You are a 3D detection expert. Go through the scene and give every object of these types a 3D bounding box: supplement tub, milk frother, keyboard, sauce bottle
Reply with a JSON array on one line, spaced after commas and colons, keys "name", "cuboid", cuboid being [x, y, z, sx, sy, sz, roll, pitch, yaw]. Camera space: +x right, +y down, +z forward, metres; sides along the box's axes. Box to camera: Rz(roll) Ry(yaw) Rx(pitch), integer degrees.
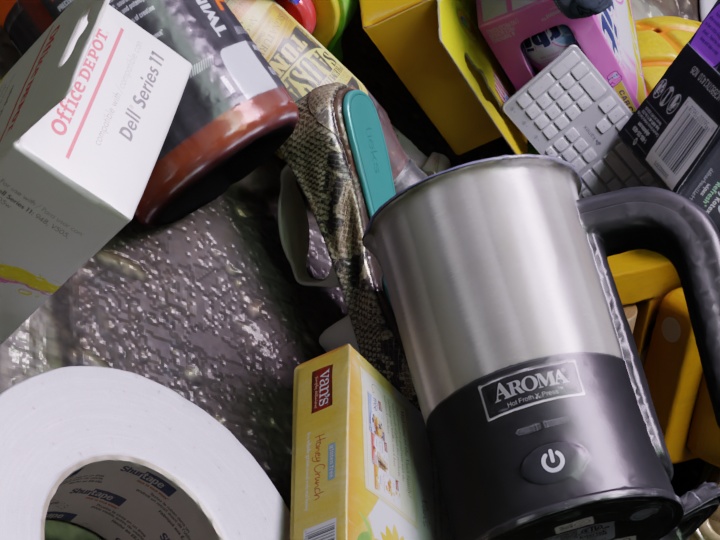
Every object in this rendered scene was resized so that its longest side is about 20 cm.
[{"name": "supplement tub", "cuboid": [-0.127, -0.131, 1.374, 0.201, 0.107, 0.107, 55, 40, 5]}, {"name": "milk frother", "cuboid": [0.101, 0.065, 1.347, 0.179, 0.200, 0.189, -8, 66, -15]}, {"name": "keyboard", "cuboid": [0.162, -0.046, 1.536, 0.200, 0.056, 0.011, 47, 12, -25]}, {"name": "sauce bottle", "cuboid": [-0.026, -0.090, 1.467, 0.200, 0.066, 0.066, 41, 41, -9]}]

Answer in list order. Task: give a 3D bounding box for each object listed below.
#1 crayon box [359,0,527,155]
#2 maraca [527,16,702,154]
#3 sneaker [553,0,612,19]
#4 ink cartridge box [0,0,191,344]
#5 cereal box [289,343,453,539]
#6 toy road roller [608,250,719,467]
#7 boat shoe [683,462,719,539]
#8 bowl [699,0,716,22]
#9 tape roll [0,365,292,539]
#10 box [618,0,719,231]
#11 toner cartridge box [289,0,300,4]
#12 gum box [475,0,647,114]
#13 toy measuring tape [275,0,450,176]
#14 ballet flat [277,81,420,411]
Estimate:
[{"name": "crayon box", "cuboid": [0.045, -0.161, 1.546, 0.127, 0.051, 0.201, 51, 24, -44]}, {"name": "maraca", "cuboid": [0.179, -0.082, 1.620, 0.137, 0.107, 0.200, 33, 54, 11]}, {"name": "sneaker", "cuboid": [0.084, -0.209, 1.486, 0.078, 0.086, 0.201, 43, 21, -50]}, {"name": "ink cartridge box", "cuboid": [-0.148, -0.048, 1.219, 0.067, 0.200, 0.118, 34, 43, -17]}, {"name": "cereal box", "cuboid": [0.036, 0.149, 1.310, 0.200, 0.039, 0.144, 45, 31, -38]}, {"name": "toy road roller", "cuboid": [0.183, 0.056, 1.459, 0.199, 0.124, 0.146, -10, 29, -43]}, {"name": "boat shoe", "cuboid": [0.233, 0.135, 1.534, 0.073, 0.063, 0.200, 53, 40, 4]}, {"name": "bowl", "cuboid": [0.342, -0.165, 1.841, 0.200, 0.090, 0.202, 24, 47, -28]}, {"name": "tape roll", "cuboid": [-0.118, 0.147, 1.205, 0.199, 0.066, 0.201, 24, 46, -27]}, {"name": "box", "cuboid": [0.265, -0.050, 1.484, 0.199, 0.106, 0.122, 31, 13, -20]}, {"name": "toner cartridge box", "cuboid": [-0.089, -0.211, 1.388, 0.095, 0.043, 0.200, 37, 1, 21]}, {"name": "gum box", "cuboid": [0.117, -0.174, 1.579, 0.114, 0.066, 0.201, 55, 22, -39]}, {"name": "toy measuring tape", "cuboid": [-0.009, -0.134, 1.513, 0.200, 0.074, 0.074, 43, 41, -9]}, {"name": "ballet flat", "cuboid": [0.000, 0.000, 1.413, 0.068, 0.075, 0.201, -10, 78, -64]}]
